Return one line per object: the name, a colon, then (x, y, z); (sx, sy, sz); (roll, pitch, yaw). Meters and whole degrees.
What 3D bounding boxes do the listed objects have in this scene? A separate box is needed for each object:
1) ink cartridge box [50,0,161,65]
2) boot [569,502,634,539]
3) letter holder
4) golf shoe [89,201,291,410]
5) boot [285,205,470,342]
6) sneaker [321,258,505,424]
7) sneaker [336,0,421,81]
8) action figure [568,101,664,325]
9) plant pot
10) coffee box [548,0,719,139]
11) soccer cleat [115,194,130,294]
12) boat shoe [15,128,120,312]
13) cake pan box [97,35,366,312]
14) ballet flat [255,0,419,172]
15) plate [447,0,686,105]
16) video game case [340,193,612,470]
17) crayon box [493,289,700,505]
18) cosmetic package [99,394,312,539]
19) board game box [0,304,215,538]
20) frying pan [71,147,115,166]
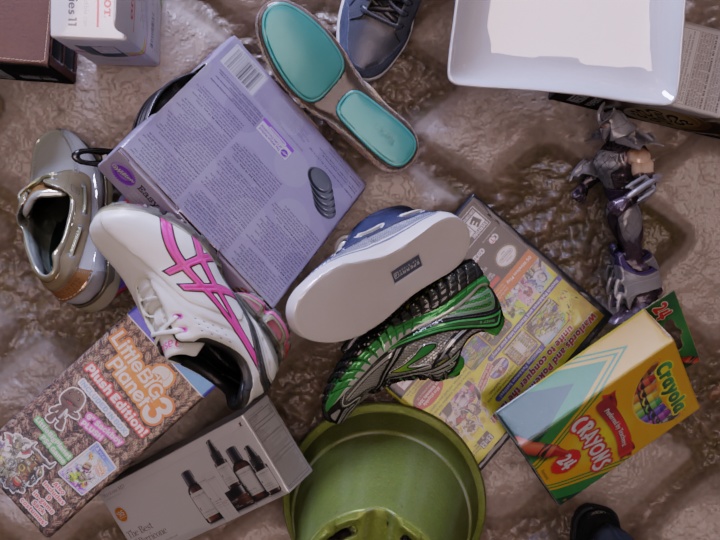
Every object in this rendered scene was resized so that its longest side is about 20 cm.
ink cartridge box: (-0.223, -0.251, 0.969); (0.067, 0.200, 0.118); (2, 92, -1)
boot: (0.230, 0.313, 0.998); (0.065, 0.200, 0.166); (-7, 92, -1)
letter holder: (-0.368, -0.257, 1.018); (0.199, 0.101, 0.143); (4, 90, -1)
golf shoe: (-0.143, 0.027, 0.898); (0.200, 0.092, 0.073); (42, 127, -11)
boot: (0.000, 0.000, 1.002); (0.200, 0.090, 0.073); (-25, 115, -30)
sneaker: (0.048, 0.079, 1.022); (0.200, 0.078, 0.085); (-37, 93, -1)
sneaker: (0.033, -0.274, 1.001); (0.077, 0.146, 0.203); (22, 93, -3)
action figure: (0.242, -0.057, 1.026); (0.069, 0.130, 0.201); (-12, 103, 0)
plant pot: (0.015, 0.240, 0.986); (0.199, 0.190, 0.201); (1, 99, 5)
coffee box: (0.287, -0.180, 1.024); (0.199, 0.113, 0.080); (13, 92, -1)
soccer cleat: (-0.200, -0.061, 1.039); (0.067, 0.076, 0.200); (33, 92, -2)
boat shoe: (-0.268, -0.058, 0.996); (0.075, 0.068, 0.200); (-35, 54, 16)
cake pan box: (-0.109, -0.086, 0.983); (0.200, 0.052, 0.184); (47, 48, -16)
ballet flat: (-0.027, -0.167, 1.039); (0.068, 0.067, 0.200); (-42, 101, -3)
plate: (0.180, -0.248, 0.948); (0.199, 0.032, 0.201); (5, 92, -1)
video game case: (0.112, 0.060, 1.075); (0.181, 0.026, 0.200); (41, 90, -2)
crayon box: (0.236, 0.121, 1.032); (0.200, 0.051, 0.127); (-36, 135, 1)
cosmetic package: (-0.147, 0.194, 1.019); (0.200, 0.051, 0.083); (-31, 90, 30)
board game box: (-0.224, 0.121, 1.004); (0.200, 0.159, 0.097); (-42, 93, 1)
frying pan: (-0.158, -0.115, 1.020); (0.190, 0.031, 0.115); (26, 74, -31)
